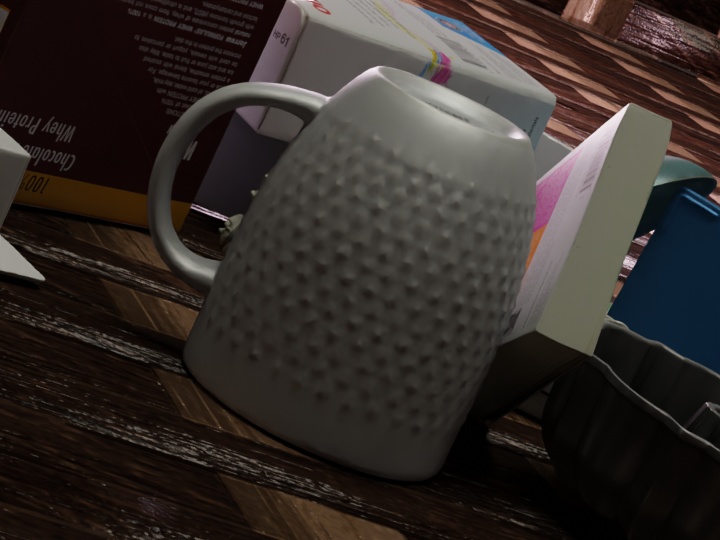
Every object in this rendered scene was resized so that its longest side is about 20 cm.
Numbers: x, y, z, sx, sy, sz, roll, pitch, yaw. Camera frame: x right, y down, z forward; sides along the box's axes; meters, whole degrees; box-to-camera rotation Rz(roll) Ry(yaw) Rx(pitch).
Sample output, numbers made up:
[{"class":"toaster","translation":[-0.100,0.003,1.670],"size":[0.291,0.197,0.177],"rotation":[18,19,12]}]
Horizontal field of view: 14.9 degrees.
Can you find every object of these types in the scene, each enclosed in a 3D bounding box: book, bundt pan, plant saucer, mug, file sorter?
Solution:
[{"class":"book","translation":[0.099,-0.002,1.473],"size":[0.048,0.134,0.200],"rotation":[25,-16,-7]},{"class":"bundt pan","translation":[0.180,0.110,1.466],"size":[0.201,0.076,0.202],"rotation":[29,11,-6]},{"class":"plant saucer","translation":[0.131,-0.030,1.754],"size":[0.200,0.199,0.028],"rotation":[0,67,-64]},{"class":"mug","translation":[-0.013,-0.017,1.392],"size":[0.199,0.176,0.148],"rotation":[25,12,0]},{"class":"file sorter","translation":[0.265,0.062,1.715],"size":[0.200,0.139,0.123],"rotation":[34,11,26]}]

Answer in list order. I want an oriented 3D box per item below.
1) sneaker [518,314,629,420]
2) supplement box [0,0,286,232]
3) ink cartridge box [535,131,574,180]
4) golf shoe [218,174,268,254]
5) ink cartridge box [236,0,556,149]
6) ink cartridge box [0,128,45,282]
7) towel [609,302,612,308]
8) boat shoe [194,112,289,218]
[{"class":"sneaker","translation":[0.127,0.055,1.628],"size":[0.199,0.071,0.073],"rotation":[28,12,12]},{"class":"supplement box","translation":[-0.168,-0.149,1.578],"size":[0.133,0.201,0.197],"rotation":[34,15,36]},{"class":"ink cartridge box","translation":[0.088,-0.066,1.949],"size":[0.199,0.086,0.146],"rotation":[31,-4,18]},{"class":"golf shoe","translation":[0.000,0.000,1.654],"size":[0.097,0.078,0.200],"rotation":[50,27,23]},{"class":"ink cartridge box","translation":[0.001,-0.126,1.751],"size":[0.199,0.085,0.145],"rotation":[17,16,-33]},{"class":"ink cartridge box","translation":[-0.248,-0.064,1.372],"size":[0.199,0.067,0.116],"rotation":[15,15,-40]},{"class":"towel","translation":[0.252,0.083,1.892],"size":[0.200,0.031,0.149],"rotation":[36,18,33]},{"class":"boat shoe","translation":[-0.056,-0.060,1.768],"size":[0.199,0.071,0.070],"rotation":[23,1,-20]}]
